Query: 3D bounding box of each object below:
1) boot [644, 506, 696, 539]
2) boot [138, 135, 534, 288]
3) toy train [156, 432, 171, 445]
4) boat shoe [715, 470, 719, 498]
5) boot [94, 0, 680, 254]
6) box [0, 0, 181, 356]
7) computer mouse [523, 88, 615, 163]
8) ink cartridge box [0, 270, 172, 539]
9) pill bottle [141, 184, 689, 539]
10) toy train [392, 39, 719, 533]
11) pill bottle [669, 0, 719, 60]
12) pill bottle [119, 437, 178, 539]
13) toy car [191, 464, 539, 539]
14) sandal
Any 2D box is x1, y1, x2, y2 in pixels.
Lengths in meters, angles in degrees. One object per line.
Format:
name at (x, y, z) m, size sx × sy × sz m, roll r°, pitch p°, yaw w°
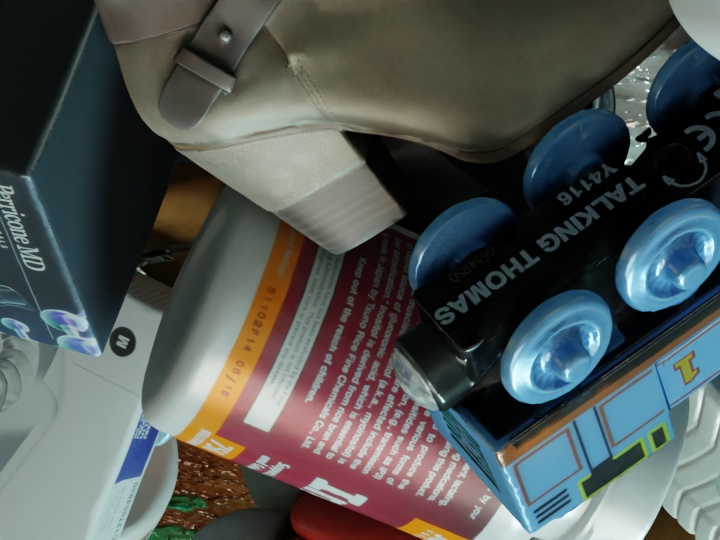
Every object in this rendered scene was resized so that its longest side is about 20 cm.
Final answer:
boot at (0.162, 0.136, 1.308) m, size 0.154 × 0.200 × 0.074 m, roll -9°, pitch 133°, yaw 45°
boot at (0.000, 0.000, 1.210) m, size 0.200 × 0.069 × 0.188 m, roll -18°, pitch 144°, yaw 36°
toy train at (-0.144, 0.054, 1.346) m, size 0.150 × 0.200 × 0.056 m, roll 23°, pitch 114°, yaw 16°
boat shoe at (0.219, 0.073, 1.178) m, size 0.073 × 0.200 × 0.062 m, roll -19°, pitch 97°, yaw 41°
boot at (0.008, -0.103, 1.025) m, size 0.200 × 0.070 × 0.146 m, roll -35°, pitch 108°, yaw 7°
box at (-0.187, -0.064, 1.111) m, size 0.199 × 0.107 × 0.149 m, roll 12°, pitch 154°, yaw 13°
computer mouse at (0.161, -0.049, 1.095) m, size 0.199 × 0.044 × 0.110 m, roll -8°, pitch 112°, yaw 26°
ink cartridge box at (-0.190, 0.064, 1.242) m, size 0.200 × 0.200 × 0.041 m, roll 25°, pitch -167°, yaw 18°
pill bottle at (0.023, 0.045, 1.121) m, size 0.199 × 0.113 × 0.113 m, roll 23°, pitch 151°, yaw -11°
toy train at (0.102, 0.000, 1.021) m, size 0.200 × 0.087 × 0.114 m, roll -35°, pitch 141°, yaw -10°
pill bottle at (0.169, -0.105, 0.921) m, size 0.200 × 0.120 × 0.120 m, roll 29°, pitch 147°, yaw -33°
pill bottle at (-0.169, 0.129, 1.496) m, size 0.111 × 0.111 × 0.200 m, roll 15°, pitch 152°, yaw -10°
toy car at (0.018, 0.115, 1.239) m, size 0.175 × 0.200 × 0.150 m, roll 21°, pitch 148°, yaw 9°
sandal at (0.175, 0.092, 1.239) m, size 0.203 × 0.050 × 0.083 m, roll 50°, pitch 145°, yaw 15°
